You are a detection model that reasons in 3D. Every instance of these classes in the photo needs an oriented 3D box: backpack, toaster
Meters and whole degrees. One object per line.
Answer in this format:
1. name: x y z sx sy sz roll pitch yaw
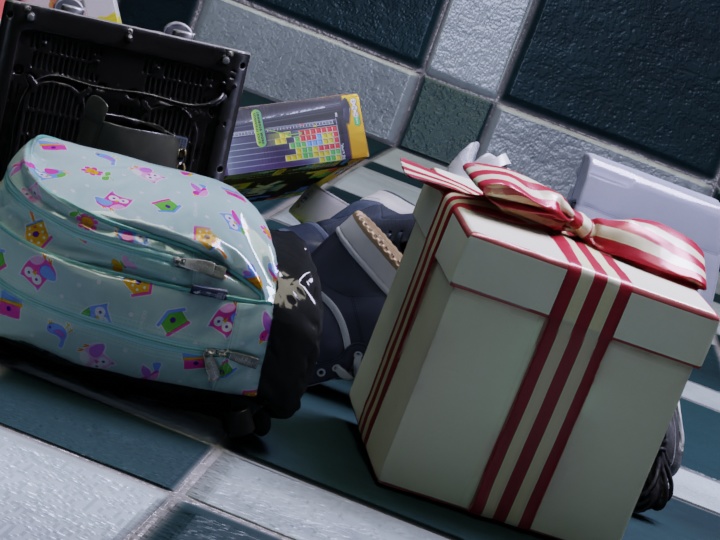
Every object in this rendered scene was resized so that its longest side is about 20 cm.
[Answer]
1. backpack: -0.127 0.004 1.325 0.199 0.127 0.167 15 12 -14
2. toaster: -0.185 -0.087 1.633 0.180 0.201 0.119 11 7 -10

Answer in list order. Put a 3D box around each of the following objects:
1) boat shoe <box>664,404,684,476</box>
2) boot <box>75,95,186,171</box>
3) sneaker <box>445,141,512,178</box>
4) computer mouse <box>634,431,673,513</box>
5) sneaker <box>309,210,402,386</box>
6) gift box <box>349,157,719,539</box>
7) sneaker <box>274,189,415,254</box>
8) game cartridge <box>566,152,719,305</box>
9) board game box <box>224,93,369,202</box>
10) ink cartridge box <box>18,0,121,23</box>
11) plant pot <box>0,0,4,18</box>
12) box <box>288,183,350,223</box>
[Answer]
1. boat shoe: 0.200 0.059 1.684 0.068 0.074 0.200 22 44 -43
2. boot: -0.121 -0.026 1.497 0.200 0.139 0.077 14 10 -47
3. sneaker: 0.086 -0.036 1.897 0.075 0.115 0.200 41 -7 9
4. computer mouse: 0.161 0.102 1.589 0.044 0.110 0.200 -2 3 -18
5. sneaker: 0.022 0.069 1.527 0.200 0.108 0.070 51 5 -2
6. gift box: 0.095 0.036 1.400 0.184 0.187 0.200 18 15 -17
7. sneaker: 0.000 0.002 1.634 0.146 0.077 0.202 -21 15 -23
8. game cartridge: 0.202 0.024 1.757 0.133 0.201 0.041 19 -1 -16
9. board game box: -0.099 -0.090 1.852 0.165 0.057 0.200 -10 -4 -16
10. ink cartridge box: -0.246 -0.192 1.977 0.083 0.201 0.145 -12 3 -6
11. plant pot: -0.363 -0.189 1.857 0.200 0.201 0.177 17 18 -26
12. box: 0.038 0.012 1.830 0.144 0.036 0.200 46 -7 -35
